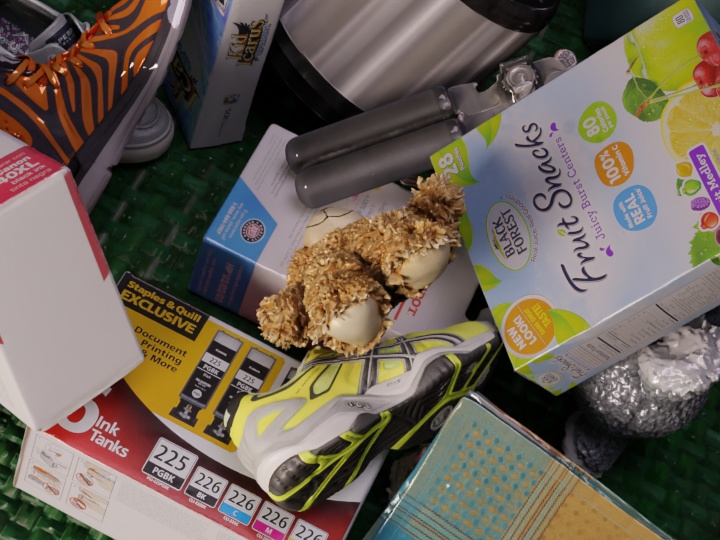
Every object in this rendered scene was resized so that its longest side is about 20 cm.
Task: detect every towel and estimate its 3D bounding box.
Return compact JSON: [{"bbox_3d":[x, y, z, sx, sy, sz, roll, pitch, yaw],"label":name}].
[{"bbox_3d":[0.105,0.188,1.221,0.200,0.022,0.147,36,99,2],"label":"towel"}]

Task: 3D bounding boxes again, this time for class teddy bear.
[{"bbox_3d":[-0.001,-0.004,1.187,0.067,0.145,0.200,45,14,-8],"label":"teddy bear"}]

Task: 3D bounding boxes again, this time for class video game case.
[{"bbox_3d":[-0.119,-0.218,1.384,0.045,0.181,0.200,-13,62,-23],"label":"video game case"}]

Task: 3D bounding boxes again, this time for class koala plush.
[{"bbox_3d":[0.195,0.031,1.324,0.183,0.177,0.200,29,49,-14],"label":"koala plush"}]

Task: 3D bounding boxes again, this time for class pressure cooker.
[{"bbox_3d":[0.019,-0.188,1.405,0.179,0.200,0.176,44,30,-7],"label":"pressure cooker"}]

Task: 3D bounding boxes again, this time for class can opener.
[{"bbox_3d":[0.052,-0.086,1.327,0.199,0.067,0.053,-19,60,2],"label":"can opener"}]

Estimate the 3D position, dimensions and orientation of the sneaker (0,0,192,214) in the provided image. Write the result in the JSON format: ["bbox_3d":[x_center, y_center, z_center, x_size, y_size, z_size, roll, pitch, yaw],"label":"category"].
[{"bbox_3d":[-0.190,-0.135,1.305,0.112,0.200,0.078,27,9,-13],"label":"sneaker"}]

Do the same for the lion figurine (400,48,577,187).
[{"bbox_3d":[0.105,-0.089,1.424,0.200,0.123,0.073,-25,80,-15],"label":"lion figurine"}]

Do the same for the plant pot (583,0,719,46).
[{"bbox_3d":[0.273,-0.225,1.471,0.141,0.200,0.142,1,101,-17],"label":"plant pot"}]

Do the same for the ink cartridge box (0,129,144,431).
[{"bbox_3d":[-0.232,-0.015,1.184,0.083,0.146,0.200,-35,39,-23],"label":"ink cartridge box"}]

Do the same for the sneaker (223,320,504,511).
[{"bbox_3d":[0.007,0.067,1.198,0.200,0.076,0.076,-24,55,-38],"label":"sneaker"}]

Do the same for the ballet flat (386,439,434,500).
[{"bbox_3d":[0.103,0.177,1.260,0.200,0.064,0.076,34,54,6],"label":"ballet flat"}]

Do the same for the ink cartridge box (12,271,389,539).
[{"bbox_3d":[-0.085,0.096,1.245,0.200,0.084,0.176,27,52,2],"label":"ink cartridge box"}]

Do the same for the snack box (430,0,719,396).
[{"bbox_3d":[0.162,-0.045,1.232,0.068,0.200,0.169,31,32,-53],"label":"snack box"}]

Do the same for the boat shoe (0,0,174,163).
[{"bbox_3d":[-0.216,-0.145,1.374,0.200,0.072,0.070,30,54,4],"label":"boat shoe"}]

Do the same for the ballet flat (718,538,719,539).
[{"bbox_3d":[0.279,0.165,1.316,0.069,0.071,0.200,36,54,10],"label":"ballet flat"}]

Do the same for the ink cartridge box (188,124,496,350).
[{"bbox_3d":[0.000,0.000,1.344,0.200,0.068,0.115,26,54,2],"label":"ink cartridge box"}]
